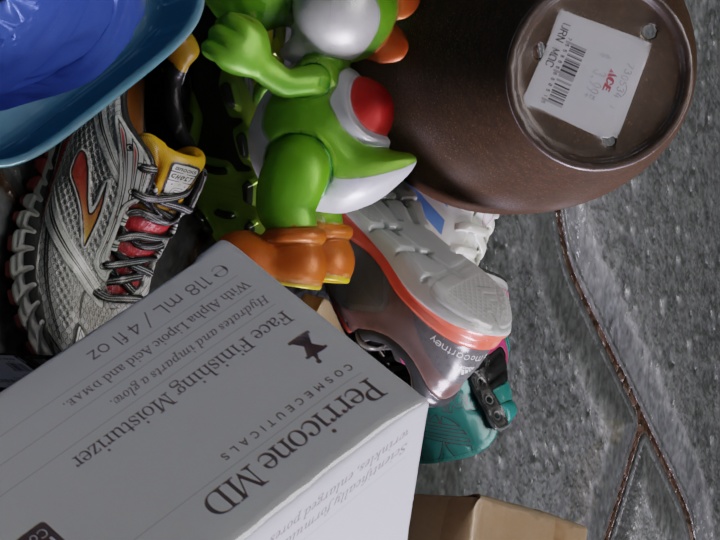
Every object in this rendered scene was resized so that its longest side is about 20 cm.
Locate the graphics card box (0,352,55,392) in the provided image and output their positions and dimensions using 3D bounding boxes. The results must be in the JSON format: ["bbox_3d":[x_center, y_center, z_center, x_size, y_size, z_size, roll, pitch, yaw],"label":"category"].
[{"bbox_3d":[-0.156,0.102,1.032,0.200,0.051,0.126,4,117,-61],"label":"graphics card box"}]

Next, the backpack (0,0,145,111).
[{"bbox_3d":[-0.162,-0.163,0.914,0.168,0.162,0.201,9,69,-58],"label":"backpack"}]

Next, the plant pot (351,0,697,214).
[{"bbox_3d":[0.096,-0.108,1.149,0.200,0.186,0.188,-132,-144,-77],"label":"plant pot"}]

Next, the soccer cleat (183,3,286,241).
[{"bbox_3d":[-0.062,-0.107,1.223,0.084,0.065,0.201,-22,108,-47],"label":"soccer cleat"}]

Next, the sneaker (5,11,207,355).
[{"bbox_3d":[-0.122,-0.034,1.107,0.078,0.082,0.201,5,87,-60],"label":"sneaker"}]

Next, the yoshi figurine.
[{"bbox_3d":[-0.043,-0.095,1.124,0.112,0.112,0.201,6,94,-34],"label":"yoshi figurine"}]

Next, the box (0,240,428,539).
[{"bbox_3d":[-0.089,0.132,0.970,0.199,0.131,0.201,-35,149,-33],"label":"box"}]

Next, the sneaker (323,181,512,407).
[{"bbox_3d":[0.000,0.000,1.222,0.077,0.200,0.082,8,119,-39],"label":"sneaker"}]

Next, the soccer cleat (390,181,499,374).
[{"bbox_3d":[0.049,-0.034,1.289,0.070,0.086,0.201,32,49,-70],"label":"soccer cleat"}]

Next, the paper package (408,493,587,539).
[{"bbox_3d":[0.056,0.245,1.404,0.190,0.103,0.201,25,68,-60],"label":"paper package"}]

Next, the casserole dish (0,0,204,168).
[{"bbox_3d":[-0.157,-0.123,1.035,0.121,0.039,0.200,53,50,-9],"label":"casserole dish"}]

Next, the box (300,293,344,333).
[{"bbox_3d":[-0.048,0.137,1.198,0.200,0.021,0.164,-60,151,-26],"label":"box"}]

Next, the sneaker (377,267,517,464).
[{"bbox_3d":[0.040,0.059,1.401,0.200,0.083,0.121,14,69,-61],"label":"sneaker"}]
